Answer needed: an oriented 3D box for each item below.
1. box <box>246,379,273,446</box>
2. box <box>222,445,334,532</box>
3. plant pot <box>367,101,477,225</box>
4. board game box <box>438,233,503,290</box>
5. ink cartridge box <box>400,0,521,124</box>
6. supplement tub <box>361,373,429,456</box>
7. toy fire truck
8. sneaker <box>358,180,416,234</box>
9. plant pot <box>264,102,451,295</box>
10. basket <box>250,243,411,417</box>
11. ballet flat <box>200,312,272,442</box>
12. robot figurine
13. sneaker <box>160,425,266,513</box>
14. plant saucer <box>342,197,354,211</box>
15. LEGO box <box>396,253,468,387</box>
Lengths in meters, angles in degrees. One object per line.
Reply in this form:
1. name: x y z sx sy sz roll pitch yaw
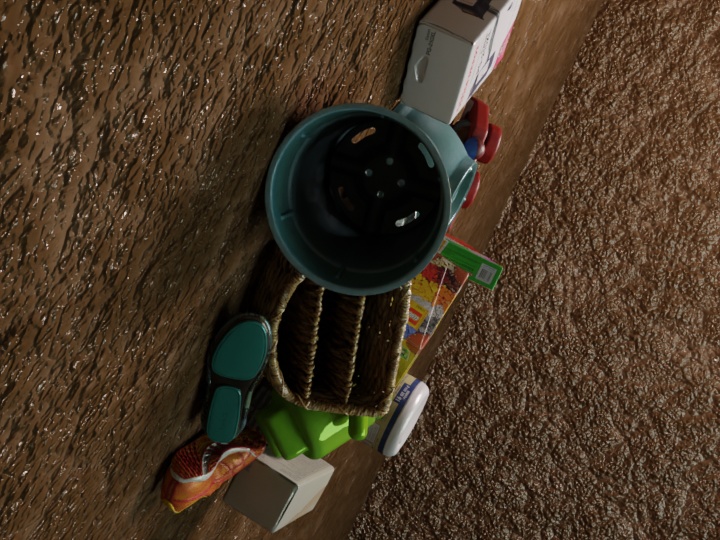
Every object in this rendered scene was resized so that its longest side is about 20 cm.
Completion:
1. box: -0.130 0.218 1.477 0.201 0.049 0.158 -57 166 -20
2. box: -0.116 0.312 1.412 0.078 0.094 0.200 -61 165 3
3. plant pot: 0.089 -0.134 1.413 0.201 0.133 0.201 -58 168 -19
4. board game box: 0.129 -0.039 1.568 0.041 0.152 0.200 -63 -162 7
5. ink cartridge box: 0.145 -0.323 1.345 0.200 0.084 0.145 -53 164 -38
6. supplement tub: 0.006 0.220 1.692 0.145 0.199 0.145 -57 168 -20
7. toy fire truck: 0.160 -0.173 1.544 0.168 0.111 0.201 -103 -145 -69
8. sneaker: 0.021 -0.034 1.253 0.085 0.074 0.202 -154 -109 -73
9. plant pot: 0.014 -0.094 1.089 0.201 0.199 0.196 -65 176 17
10. basket: -0.043 0.072 1.163 0.142 0.149 0.202 -7 120 -34
11. ballet flat: -0.153 0.116 1.157 0.074 0.074 0.201 -43 160 -57
12. robot figurine: -0.041 0.179 1.313 0.199 0.116 0.175 -30 -174 -22
13. sneaker: -0.196 0.252 1.258 0.200 0.073 0.078 -16 138 -59
14. plant saucer: 0.004 -0.015 1.322 0.199 0.032 0.202 -20 129 -26
15. LEGO box: 0.075 0.079 1.468 0.149 0.077 0.200 -54 174 -26
